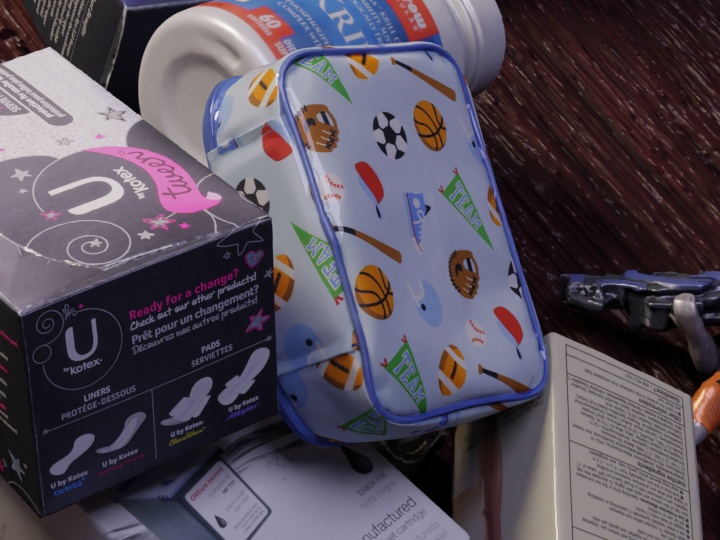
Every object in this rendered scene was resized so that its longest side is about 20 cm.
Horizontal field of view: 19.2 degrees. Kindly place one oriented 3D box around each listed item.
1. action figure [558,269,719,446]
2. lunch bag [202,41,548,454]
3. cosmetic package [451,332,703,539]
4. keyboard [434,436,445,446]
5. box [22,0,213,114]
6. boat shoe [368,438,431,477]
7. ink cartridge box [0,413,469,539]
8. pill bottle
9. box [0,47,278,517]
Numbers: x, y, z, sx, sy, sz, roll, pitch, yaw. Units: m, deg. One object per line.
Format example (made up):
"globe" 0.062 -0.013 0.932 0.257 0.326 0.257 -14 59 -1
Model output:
"action figure" 0.208 0.061 1.214 0.200 0.105 0.194 5 37 16
"lunch bag" 0.012 -0.010 1.034 0.160 0.075 0.200 -8 81 -50
"cosmetic package" 0.107 0.146 1.057 0.103 0.087 0.200 26 46 -27
"keyboard" 0.000 0.000 1.187 0.127 0.021 0.200 33 40 -30
"box" -0.122 -0.193 1.269 0.148 0.104 0.200 -12 56 -31
"boat shoe" 0.029 0.026 1.129 0.072 0.061 0.201 39 38 -26
"ink cartridge box" -0.073 0.121 1.032 0.200 0.086 0.146 42 49 15
"pill bottle" -0.014 -0.110 1.164 0.112 0.112 0.200 46 44 19
"box" -0.144 -0.004 0.984 0.132 0.115 0.200 -23 41 -29
